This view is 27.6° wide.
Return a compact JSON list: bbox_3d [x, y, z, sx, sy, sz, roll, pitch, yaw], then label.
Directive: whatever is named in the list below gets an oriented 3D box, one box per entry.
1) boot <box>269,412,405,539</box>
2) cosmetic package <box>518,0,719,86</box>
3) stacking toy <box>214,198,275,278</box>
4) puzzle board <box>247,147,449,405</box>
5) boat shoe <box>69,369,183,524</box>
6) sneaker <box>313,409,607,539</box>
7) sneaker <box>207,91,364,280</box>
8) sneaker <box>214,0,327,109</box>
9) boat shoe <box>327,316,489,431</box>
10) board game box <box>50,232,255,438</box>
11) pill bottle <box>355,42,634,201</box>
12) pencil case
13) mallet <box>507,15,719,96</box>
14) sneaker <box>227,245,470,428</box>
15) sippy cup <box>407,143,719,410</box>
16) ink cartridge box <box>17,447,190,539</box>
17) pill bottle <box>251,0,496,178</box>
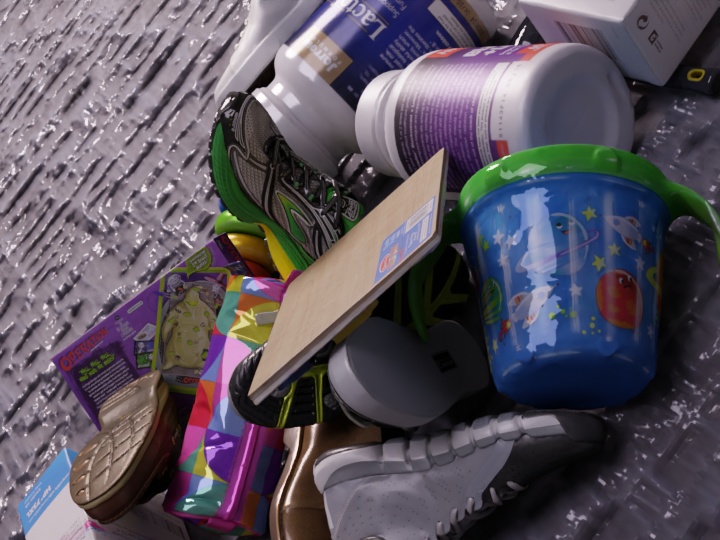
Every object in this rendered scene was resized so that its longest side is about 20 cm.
[{"bbox_3d":[-0.012,0.156,0.999,0.075,0.074,0.200,-22,43,24],"label":"boot"},{"bbox_3d":[0.212,-0.233,1.016,0.101,0.071,0.200,25,75,48],"label":"cosmetic package"},{"bbox_3d":[-0.090,-0.028,1.241,0.085,0.085,0.201,-11,60,45],"label":"stacking toy"},{"bbox_3d":[0.000,0.000,0.931,0.151,0.017,0.200,-41,11,16],"label":"puzzle board"},{"bbox_3d":[-0.165,0.140,1.106,0.072,0.068,0.200,-30,14,9],"label":"boat shoe"},{"bbox_3d":[0.068,0.156,0.915,0.199,0.075,0.116,-15,74,28],"label":"sneaker"},{"bbox_3d":[-0.043,-0.059,1.106,0.085,0.200,0.078,-8,44,34],"label":"sneaker"},{"bbox_3d":[-0.071,-0.221,1.232,0.085,0.073,0.200,37,90,13],"label":"sneaker"},{"bbox_3d":[0.022,0.075,0.934,0.064,0.200,0.071,-34,75,20],"label":"boat shoe"},{"bbox_3d":[-0.151,0.070,1.198,0.200,0.120,0.032,-33,4,27],"label":"board game box"},{"bbox_3d":[0.088,-0.104,1.052,0.200,0.111,0.112,8,68,52],"label":"pill bottle"},{"bbox_3d":[-0.084,0.096,1.090,0.088,0.088,0.201,6,79,52],"label":"pencil case"},{"bbox_3d":[0.172,-0.139,1.050,0.066,0.041,0.200,-55,38,-3],"label":"mallet"},{"bbox_3d":[-0.011,0.050,1.045,0.200,0.076,0.076,-31,9,-25],"label":"sneaker"},{"bbox_3d":[0.128,0.012,0.899,0.178,0.139,0.131,-28,50,44],"label":"sippy cup"},{"bbox_3d":[-0.174,0.232,1.082,0.067,0.116,0.200,-49,35,10],"label":"ink cartridge box"},{"bbox_3d":[0.004,-0.166,1.180,0.200,0.116,0.116,-45,35,0],"label":"pill bottle"}]
